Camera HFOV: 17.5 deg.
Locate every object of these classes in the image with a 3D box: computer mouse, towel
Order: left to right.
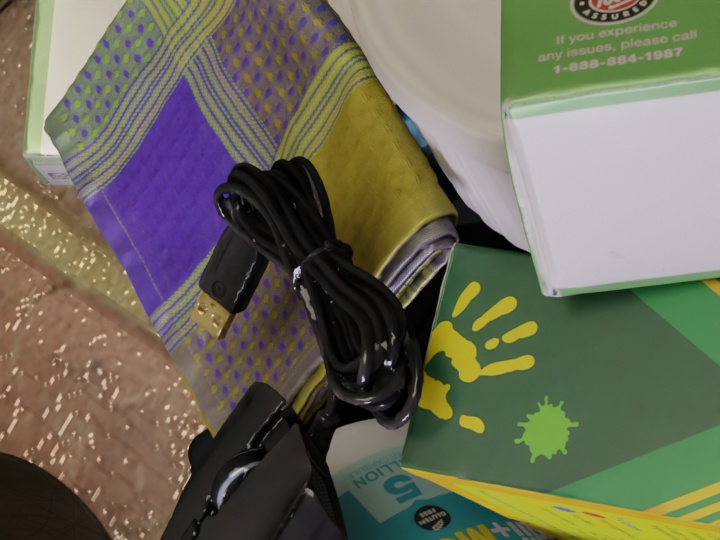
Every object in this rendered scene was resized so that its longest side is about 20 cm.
[{"bbox_3d":[-0.045,0.063,0.729,0.141,0.046,0.200,-117,38,-49],"label":"computer mouse"},{"bbox_3d":[-0.045,-0.035,0.823,0.144,0.023,0.200,-53,52,33],"label":"towel"}]

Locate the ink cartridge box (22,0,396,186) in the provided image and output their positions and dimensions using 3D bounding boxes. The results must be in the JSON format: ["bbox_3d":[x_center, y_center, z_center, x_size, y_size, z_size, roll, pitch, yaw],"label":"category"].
[{"bbox_3d":[-0.030,-0.106,0.938,0.199,0.048,0.146,2,75,6],"label":"ink cartridge box"}]

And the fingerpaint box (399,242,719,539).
[{"bbox_3d":[0.133,0.059,0.705,0.166,0.200,0.074,8,78,31],"label":"fingerpaint box"}]

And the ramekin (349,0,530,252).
[{"bbox_3d":[0.101,-0.086,0.771,0.202,0.094,0.203,-9,51,11],"label":"ramekin"}]

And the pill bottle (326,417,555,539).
[{"bbox_3d":[0.043,0.144,0.757,0.111,0.111,0.200,-52,49,5],"label":"pill bottle"}]

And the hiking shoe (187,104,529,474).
[{"bbox_3d":[0.000,0.000,0.867,0.087,0.074,0.200,43,91,22],"label":"hiking shoe"}]

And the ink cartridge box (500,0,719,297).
[{"bbox_3d":[0.115,-0.100,0.656,0.146,0.084,0.200,-8,49,11],"label":"ink cartridge box"}]

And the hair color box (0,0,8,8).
[{"bbox_3d":[-0.152,-0.191,0.991,0.200,0.109,0.065,-44,59,11],"label":"hair color box"}]

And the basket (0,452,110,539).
[{"bbox_3d":[-0.194,0.126,0.863,0.136,0.200,0.180,-43,59,10],"label":"basket"}]
